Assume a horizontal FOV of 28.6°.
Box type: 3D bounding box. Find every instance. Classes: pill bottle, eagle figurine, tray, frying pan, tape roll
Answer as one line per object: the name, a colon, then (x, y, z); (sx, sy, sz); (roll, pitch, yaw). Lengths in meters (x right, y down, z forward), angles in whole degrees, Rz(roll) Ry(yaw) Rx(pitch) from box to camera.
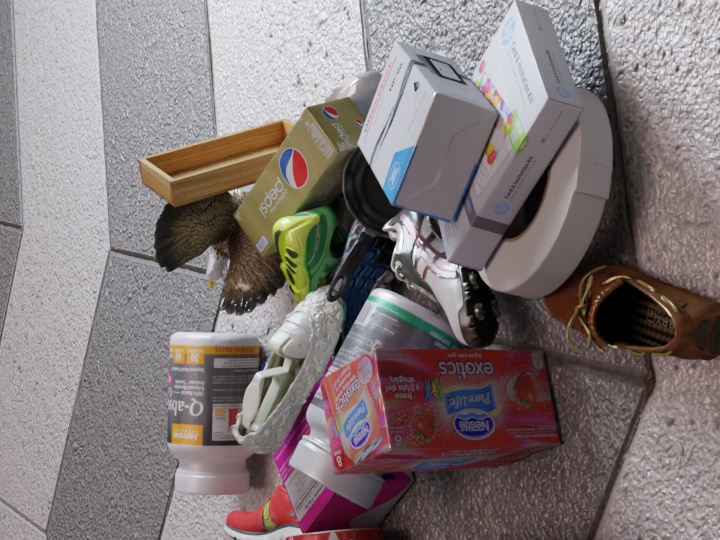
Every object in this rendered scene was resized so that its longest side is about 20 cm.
pill bottle: (0.016, 0.130, 1.425); (0.113, 0.113, 0.201); (19, 79, 55)
eagle figurine: (-0.163, -0.039, 1.722); (0.200, 0.151, 0.152); (-91, -10, -77)
tray: (-0.153, -0.130, 1.684); (0.099, 0.199, 0.037); (33, 136, 52)
frying pan: (0.033, -0.054, 1.489); (0.031, 0.114, 0.191); (-32, -50, -87)
tape roll: (0.163, -0.075, 1.300); (0.203, 0.037, 0.204); (-166, 90, -70)
pill bottle: (-0.186, 0.179, 1.787); (0.116, 0.116, 0.201); (-4, 84, 56)

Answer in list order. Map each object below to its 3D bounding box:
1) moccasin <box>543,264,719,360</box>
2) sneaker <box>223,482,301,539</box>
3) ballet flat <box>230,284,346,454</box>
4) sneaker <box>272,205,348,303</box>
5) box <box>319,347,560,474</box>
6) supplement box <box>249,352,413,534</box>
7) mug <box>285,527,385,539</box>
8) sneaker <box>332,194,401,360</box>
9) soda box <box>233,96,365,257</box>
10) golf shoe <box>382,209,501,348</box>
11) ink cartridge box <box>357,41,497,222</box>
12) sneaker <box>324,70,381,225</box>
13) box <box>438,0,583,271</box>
moccasin: (0.221, 0.038, 1.210); (0.201, 0.077, 0.074); (28, 111, 57)
sneaker: (-0.086, 0.285, 1.678); (0.199, 0.077, 0.085); (-12, 72, 45)
ballet flat: (-0.079, 0.107, 1.505); (0.072, 0.072, 0.201); (33, 101, 52)
sneaker: (-0.047, -0.011, 1.598); (0.074, 0.083, 0.200); (60, 170, 18)
box: (0.074, 0.132, 1.318); (0.102, 0.199, 0.095); (-31, 62, 51)
supplement box: (-0.036, 0.182, 1.572); (0.104, 0.101, 0.201); (-55, 46, 38)
mug: (0.002, 0.378, 1.503); (0.133, 0.176, 0.201); (88, 176, -77)
sneaker: (0.000, 0.000, 1.563); (0.087, 0.075, 0.201); (-124, 52, -67)
soda box: (-0.062, -0.102, 1.564); (0.064, 0.068, 0.200); (55, 136, 14)
golf shoe: (0.081, 0.007, 1.396); (0.088, 0.077, 0.201); (-26, 45, 14)
ink cartridge box: (0.056, -0.143, 1.363); (0.200, 0.067, 0.117); (-115, 44, -62)
sneaker: (-0.012, -0.138, 1.597); (0.081, 0.076, 0.200); (57, 139, 29)
box: (0.128, -0.124, 1.312); (0.156, 0.041, 0.200); (-99, 31, -46)
